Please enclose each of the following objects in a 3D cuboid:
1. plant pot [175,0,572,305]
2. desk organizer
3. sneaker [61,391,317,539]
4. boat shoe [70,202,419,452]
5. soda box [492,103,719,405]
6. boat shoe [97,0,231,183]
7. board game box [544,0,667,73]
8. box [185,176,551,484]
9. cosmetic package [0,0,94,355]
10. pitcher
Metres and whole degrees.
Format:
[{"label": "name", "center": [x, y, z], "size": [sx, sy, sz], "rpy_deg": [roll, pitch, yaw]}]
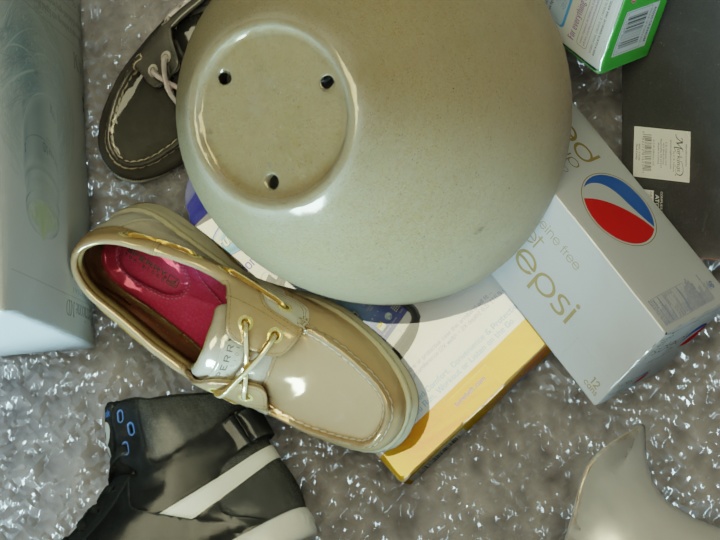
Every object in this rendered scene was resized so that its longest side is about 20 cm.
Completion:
[{"label": "plant pot", "center": [-0.013, -0.078, 1.388], "size": [0.199, 0.134, 0.202], "rpy_deg": [3, 96, 27]}, {"label": "desk organizer", "center": [0.185, -0.111, 1.465], "size": [0.071, 0.077, 0.201], "rpy_deg": [6, 101, 40]}, {"label": "sneaker", "center": [-0.133, 0.131, 1.486], "size": [0.199, 0.073, 0.112], "rpy_deg": [-24, 78, -5]}, {"label": "boat shoe", "center": [-0.065, 0.036, 1.450], "size": [0.199, 0.069, 0.074], "rpy_deg": [30, 113, 18]}, {"label": "soda box", "center": [0.094, -0.034, 1.456], "size": [0.200, 0.064, 0.068], "rpy_deg": [53, 132, 14]}, {"label": "boat shoe", "center": [-0.069, -0.129, 1.509], "size": [0.200, 0.057, 0.067], "rpy_deg": [-44, 81, 0]}, {"label": "board game box", "center": [0.085, -0.219, 1.435], "size": [0.200, 0.040, 0.154], "rpy_deg": [42, 133, 28]}, {"label": "box", "center": [0.000, 0.000, 1.497], "size": [0.119, 0.041, 0.200], "rpy_deg": [-43, 78, 1]}, {"label": "cosmetic package", "center": [-0.215, -0.061, 1.447], "size": [0.122, 0.199, 0.201], "rpy_deg": [-3, 83, 7]}, {"label": "pitcher", "center": [0.165, 0.202, 1.424], "size": [0.200, 0.121, 0.172], "rpy_deg": [40, 117, 14]}]
